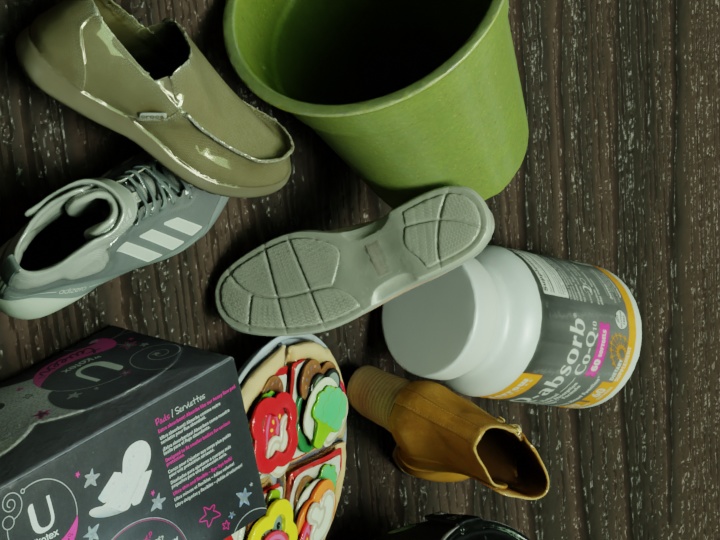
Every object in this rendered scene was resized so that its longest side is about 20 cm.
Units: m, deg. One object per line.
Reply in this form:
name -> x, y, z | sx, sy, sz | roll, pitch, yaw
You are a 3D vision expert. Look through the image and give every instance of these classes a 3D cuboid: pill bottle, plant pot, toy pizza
pill bottle -> 0.115, 0.042, 1.540 | 0.199, 0.116, 0.118 | 9, 95, -47
plant pot -> 0.032, -0.134, 1.373 | 0.201, 0.199, 0.190 | -56, 146, -18
toy pizza -> -0.052, 0.143, 1.419 | 0.200, 0.031, 0.202 | -30, 124, -56

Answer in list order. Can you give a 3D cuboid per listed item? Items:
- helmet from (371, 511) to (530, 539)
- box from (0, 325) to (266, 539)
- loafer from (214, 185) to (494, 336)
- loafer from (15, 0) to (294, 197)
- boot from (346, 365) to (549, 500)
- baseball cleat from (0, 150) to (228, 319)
helmet -> 0.054, 0.290, 1.494 | 0.199, 0.190, 0.202 | 21, 51, -28
box -> -0.179, 0.129, 1.249 | 0.199, 0.131, 0.116 | -27, 117, -39
loafer -> 0.000, 0.000, 1.387 | 0.063, 0.198, 0.073 | 32, 40, -75
loafer -> -0.116, -0.109, 1.250 | 0.199, 0.076, 0.067 | 24, 122, -32
boot -> 0.086, 0.139, 1.507 | 0.071, 0.143, 0.201 | -60, 142, -6
baseball cleat -> -0.142, -0.036, 1.259 | 0.200, 0.106, 0.070 | -39, 88, -32
